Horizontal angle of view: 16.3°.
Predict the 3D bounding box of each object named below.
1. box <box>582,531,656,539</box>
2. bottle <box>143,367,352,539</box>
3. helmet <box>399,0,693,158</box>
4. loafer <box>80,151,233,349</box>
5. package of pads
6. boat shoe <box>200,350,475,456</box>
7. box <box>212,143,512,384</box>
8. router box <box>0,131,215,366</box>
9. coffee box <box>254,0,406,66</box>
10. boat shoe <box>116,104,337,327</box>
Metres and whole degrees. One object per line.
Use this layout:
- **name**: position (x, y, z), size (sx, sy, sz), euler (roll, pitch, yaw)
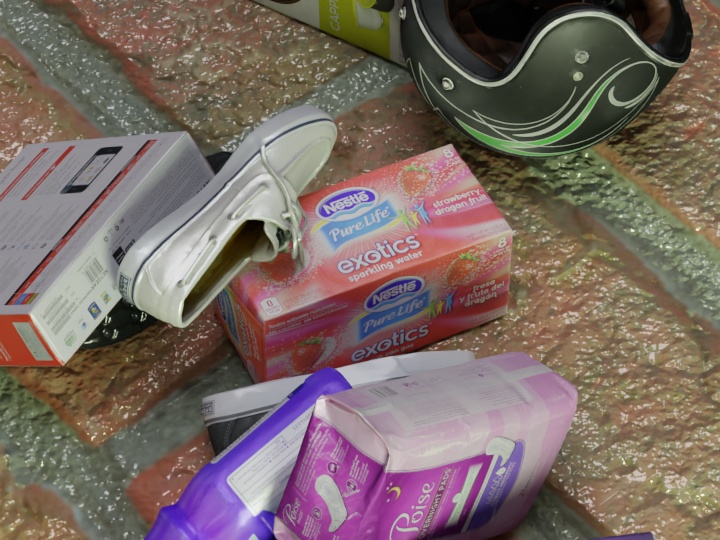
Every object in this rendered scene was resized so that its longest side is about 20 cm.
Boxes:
- **box**: position (0.103, 0.264, 1.593), size (0.199, 0.105, 0.148), euler (-7, 51, -8)
- **bottle**: position (-0.074, 0.151, 1.678), size (0.200, 0.084, 0.065), euler (-40, 69, -7)
- **helmet**: position (0.133, -0.179, 1.908), size (0.190, 0.200, 0.201), euler (-28, 43, 28)
- **loafer**: position (-0.153, -0.015, 1.854), size (0.070, 0.068, 0.201), euler (12, 49, 48)
- **package of pads**: position (0.046, 0.126, 1.650), size (0.200, 0.121, 0.076), euler (-10, 39, -45)
- **boat shoe**: position (-0.012, 0.098, 1.764), size (0.199, 0.069, 0.057), euler (-11, 83, -12)
- **box**: position (0.000, 0.000, 1.818), size (0.199, 0.095, 0.103), euler (-19, 51, -17)
- **router box**: position (-0.225, -0.016, 1.800), size (0.179, 0.049, 0.200), euler (-1, 40, 43)
- **coffee box**: position (0.013, -0.322, 2.021), size (0.197, 0.200, 0.200), euler (25, 55, 20)
- **boat shoe**: position (-0.070, -0.031, 1.733), size (0.086, 0.075, 0.202), euler (33, 59, 27)
